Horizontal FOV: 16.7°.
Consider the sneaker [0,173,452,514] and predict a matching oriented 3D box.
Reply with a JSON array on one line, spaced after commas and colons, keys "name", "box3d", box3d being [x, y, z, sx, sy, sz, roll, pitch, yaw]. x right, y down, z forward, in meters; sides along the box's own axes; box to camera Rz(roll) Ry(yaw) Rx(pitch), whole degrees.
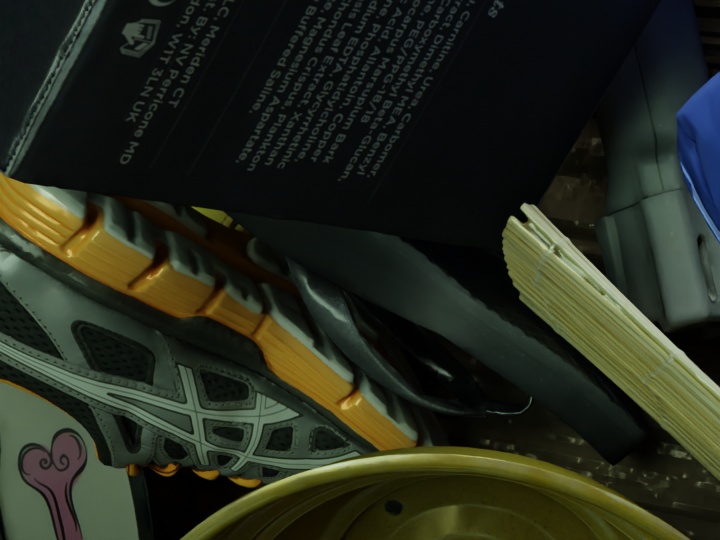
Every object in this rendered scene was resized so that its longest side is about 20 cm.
[{"name": "sneaker", "box3d": [-0.048, 0.031, 0.744, 0.077, 0.200, 0.078, -47, 33, 14]}]

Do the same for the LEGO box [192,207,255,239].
[{"name": "LEGO box", "box3d": [-0.052, -0.069, 0.823, 0.149, 0.077, 0.200, 46, 109, 28]}]

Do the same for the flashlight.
[{"name": "flashlight", "box3d": [0.086, -0.078, 0.744, 0.068, 0.068, 0.200, -27, 72, 62]}]

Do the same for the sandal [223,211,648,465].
[{"name": "sandal", "box3d": [0.000, 0.000, 0.739, 0.200, 0.076, 0.043, 34, 104, -12]}]

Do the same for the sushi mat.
[{"name": "sushi mat", "box3d": [0.114, 0.060, 0.661, 0.200, 0.096, 0.012, 43, 86, 12]}]

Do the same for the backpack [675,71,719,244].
[{"name": "backpack", "box3d": [0.193, -0.005, 0.610, 0.168, 0.162, 0.200, -45, 70, 45]}]

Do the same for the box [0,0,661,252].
[{"name": "box", "box3d": [-0.051, -0.110, 0.651, 0.197, 0.200, 0.117, 42, 112, 34]}]

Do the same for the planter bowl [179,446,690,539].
[{"name": "planter bowl", "box3d": [0.030, 0.117, 0.720, 0.200, 0.083, 0.200, 3, 119, 6]}]

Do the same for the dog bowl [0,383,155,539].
[{"name": "dog bowl", "box3d": [-0.156, 0.066, 0.827, 0.200, 0.074, 0.200, 28, 128, 43]}]
